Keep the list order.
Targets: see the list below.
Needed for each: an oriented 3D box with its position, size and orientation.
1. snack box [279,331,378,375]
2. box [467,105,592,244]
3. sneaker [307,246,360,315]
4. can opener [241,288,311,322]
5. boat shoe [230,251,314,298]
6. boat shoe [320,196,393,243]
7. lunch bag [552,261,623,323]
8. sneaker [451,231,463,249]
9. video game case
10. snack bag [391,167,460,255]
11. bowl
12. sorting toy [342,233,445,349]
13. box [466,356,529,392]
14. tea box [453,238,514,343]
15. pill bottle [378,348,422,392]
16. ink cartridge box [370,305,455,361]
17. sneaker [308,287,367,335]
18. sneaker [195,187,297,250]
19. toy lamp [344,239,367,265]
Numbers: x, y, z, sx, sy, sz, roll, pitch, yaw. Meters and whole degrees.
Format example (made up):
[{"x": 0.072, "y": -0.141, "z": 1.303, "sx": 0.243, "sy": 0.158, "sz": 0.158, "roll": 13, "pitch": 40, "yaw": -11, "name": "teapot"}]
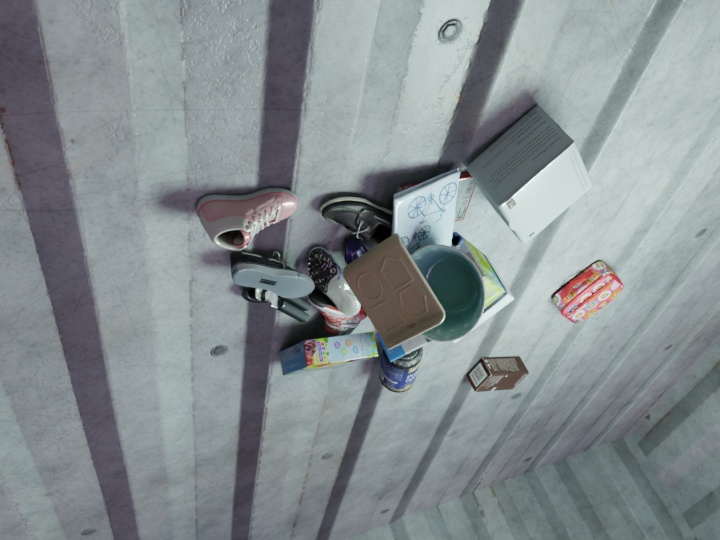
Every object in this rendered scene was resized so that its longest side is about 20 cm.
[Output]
[{"x": -0.081, "y": 0.206, "z": 1.747, "sx": 0.195, "sy": 0.070, "sz": 0.168, "roll": -3, "pitch": 167, "yaw": -30, "name": "snack box"}, {"x": 0.361, "y": -0.198, "z": 1.499, "sx": 0.199, "sy": 0.132, "sz": 0.198, "roll": -40, "pitch": 145, "yaw": 9, "name": "box"}, {"x": -0.059, "y": 0.018, "z": 1.566, "sx": 0.070, "sy": 0.073, "sz": 0.201, "roll": -23, "pitch": 129, "yaw": 14, "name": "sneaker"}, {"x": -0.182, "y": 0.064, "z": 1.570, "sx": 0.065, "sy": 0.054, "sz": 0.199, "roll": -4, "pitch": 158, "yaw": 34, "name": "can opener"}, {"x": -0.183, "y": 0.004, "z": 1.462, "sx": 0.195, "sy": 0.069, "sz": 0.074, "roll": 10, "pitch": 137, "yaw": -34, "name": "boat shoe"}, {"x": 0.005, "y": -0.099, "z": 1.448, "sx": 0.196, "sy": 0.069, "sz": 0.072, "roll": 15, "pitch": 142, "yaw": -37, "name": "boat shoe"}, {"x": 0.686, "y": 0.063, "z": 2.142, "sx": 0.200, "sy": 0.083, "sz": 0.175, "roll": -43, "pitch": 140, "yaw": 19, "name": "lunch bag"}, {"x": 0.163, "y": -0.066, "z": 1.606, "sx": 0.198, "sy": 0.076, "sz": 0.079, "roll": -1, "pitch": 141, "yaw": -52, "name": "sneaker"}, {"x": 0.159, "y": -0.146, "z": 1.546, "sx": 0.195, "sy": 0.018, "sz": 0.145, "roll": -14, "pitch": 144, "yaw": -20, "name": "video game case"}, {"x": 0.135, "y": -0.100, "z": 1.491, "sx": 0.186, "sy": 0.021, "sz": 0.204, "roll": -27, "pitch": 135, "yaw": -29, "name": "snack bag"}, {"x": 0.183, "y": 0.039, "z": 1.508, "sx": 0.201, "sy": 0.202, "sz": 0.105, "roll": -43, "pitch": 172, "yaw": 24, "name": "bowl"}, {"x": 0.070, "y": 0.045, "z": 1.475, "sx": 0.184, "sy": 0.203, "sz": 0.036, "roll": -31, "pitch": 178, "yaw": 42, "name": "sorting toy"}, {"x": 0.460, "y": 0.348, "z": 2.365, "sx": 0.196, "sy": 0.076, "sz": 0.101, "roll": 2, "pitch": 137, "yaw": -39, "name": "box"}, {"x": 0.243, "y": 0.053, "z": 1.763, "sx": 0.199, "sy": 0.135, "sz": 0.196, "roll": -38, "pitch": 146, "yaw": 17, "name": "tea box"}, {"x": 0.112, "y": 0.240, "z": 1.941, "sx": 0.109, "sy": 0.113, "sz": 0.202, "roll": -15, "pitch": 145, "yaw": -17, "name": "pill bottle"}, {"x": 0.130, "y": 0.099, "z": 1.643, "sx": 0.197, "sy": 0.148, "sz": 0.083, "roll": -29, "pitch": 173, "yaw": 22, "name": "ink cartridge box"}, {"x": -0.066, "y": 0.104, "z": 1.676, "sx": 0.198, "sy": 0.068, "sz": 0.108, "roll": 10, "pitch": 130, "yaw": -46, "name": "sneaker"}, {"x": -0.196, "y": -0.089, "z": 1.297, "sx": 0.195, "sy": 0.106, "sz": 0.076, "roll": -8, "pitch": 141, "yaw": -28, "name": "sneaker"}, {"x": 0.000, "y": 0.000, "z": 1.594, "sx": 0.057, "sy": 0.059, "sz": 0.202, "roll": -23, "pitch": 146, "yaw": -5, "name": "toy lamp"}]
